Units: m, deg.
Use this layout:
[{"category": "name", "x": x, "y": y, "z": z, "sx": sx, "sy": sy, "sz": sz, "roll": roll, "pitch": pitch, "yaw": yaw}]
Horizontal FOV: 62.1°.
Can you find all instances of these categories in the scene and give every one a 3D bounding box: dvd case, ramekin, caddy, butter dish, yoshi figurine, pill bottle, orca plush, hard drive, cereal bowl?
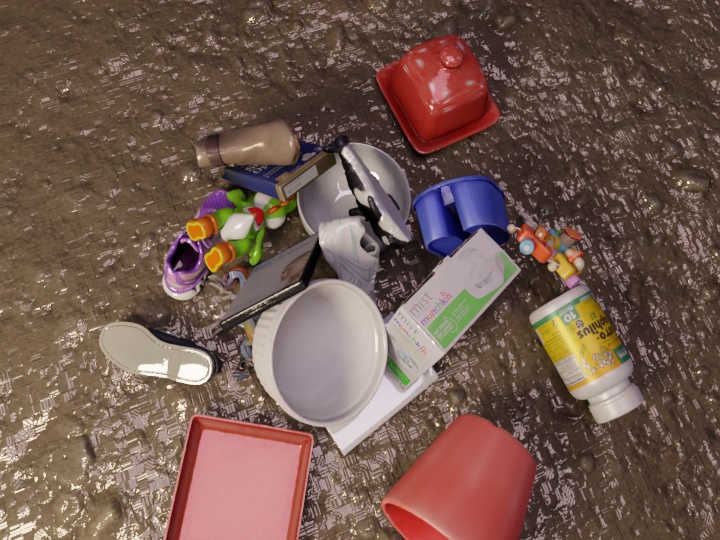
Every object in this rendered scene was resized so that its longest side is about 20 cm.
[{"category": "dvd case", "x": -0.123, "y": 0.009, "z": 0.892, "sx": 0.140, "sy": 0.201, "sz": 0.018, "roll": -28, "pitch": 108, "yaw": 16}, {"category": "ramekin", "x": -0.066, "y": 0.115, "z": 0.875, "sx": 0.195, "sy": 0.104, "sz": 0.208, "roll": 0, "pitch": 90, "yaw": -33}, {"category": "caddy", "x": 0.169, "y": -0.096, "z": 0.995, "sx": 0.138, "sy": 0.199, "sz": 0.108, "roll": -17, "pitch": 74, "yaw": 25}, {"category": "butter dish", "x": 0.153, "y": -0.352, "z": 1.098, "sx": 0.195, "sy": 0.148, "sz": 0.204, "roll": -24, "pitch": 76, "yaw": -12}, {"category": "yoshi figurine", "x": -0.190, "y": -0.079, "z": 0.989, "sx": 0.110, "sy": 0.115, "sz": 0.199, "roll": 30, "pitch": 45, "yaw": 26}, {"category": "pill bottle", "x": 0.372, "y": 0.137, "z": 0.980, "sx": 0.110, "sy": 0.113, "sz": 0.204, "roll": -23, "pitch": 76, "yaw": -12}, {"category": "orca plush", "x": -0.001, "y": -0.111, "z": 0.957, "sx": 0.070, "sy": 0.106, "sz": 0.201, "roll": -34, "pitch": 104, "yaw": 22}, {"category": "hard drive", "x": 0.014, "y": 0.182, "z": 0.976, "sx": 0.198, "sy": 0.025, "sz": 0.133, "roll": -35, "pitch": 79, "yaw": -15}, {"category": "cereal bowl", "x": -0.013, "y": -0.113, "z": 1.038, "sx": 0.193, "sy": 0.084, "sz": 0.207, "roll": 2, "pitch": 73, "yaw": -5}]

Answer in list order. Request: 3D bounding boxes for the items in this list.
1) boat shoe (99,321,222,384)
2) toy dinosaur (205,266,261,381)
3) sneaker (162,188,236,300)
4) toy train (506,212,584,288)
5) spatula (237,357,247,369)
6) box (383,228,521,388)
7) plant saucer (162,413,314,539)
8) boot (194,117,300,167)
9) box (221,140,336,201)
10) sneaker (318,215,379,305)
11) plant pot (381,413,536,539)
[{"category": "boat shoe", "x": -0.312, "y": 0.128, "z": 0.941, "sx": 0.193, "sy": 0.062, "sz": 0.077, "roll": 10, "pitch": 87, "yaw": 7}, {"category": "toy dinosaur", "x": -0.178, "y": 0.082, "z": 0.970, "sx": 0.196, "sy": 0.105, "sz": 0.186, "roll": 24, "pitch": 46, "yaw": -29}, {"category": "sneaker", "x": -0.265, "y": -0.053, "z": 0.992, "sx": 0.079, "sy": 0.089, "sz": 0.204, "roll": 24, "pitch": 70, "yaw": 4}, {"category": "toy train", "x": 0.320, "y": -0.053, "z": 1.001, "sx": 0.150, "sy": 0.200, "sz": 0.056, "roll": 44, "pitch": 116, "yaw": 1}, {"category": "spatula", "x": -0.124, "y": 0.099, "z": 0.992, "sx": 0.198, "sy": 0.021, "sz": 0.057, "roll": -39, "pitch": 81, "yaw": -15}, {"category": "box", "x": 0.127, "y": 0.059, "z": 0.929, "sx": 0.097, "sy": 0.177, "sz": 0.199, "roll": 45, "pitch": 61, "yaw": 9}, {"category": "plant saucer", "x": -0.180, "y": 0.337, "z": 0.902, "sx": 0.193, "sy": 0.037, "sz": 0.206, "roll": 10, "pitch": 71, "yaw": -2}, {"category": "boot", "x": -0.181, "y": -0.188, "z": 0.923, "sx": 0.142, "sy": 0.199, "sz": 0.073, "roll": -13, "pitch": 103, "yaw": -17}, {"category": "box", "x": -0.147, "y": -0.178, "z": 1.003, "sx": 0.197, "sy": 0.033, "sz": 0.121, "roll": 21, "pitch": 52, "yaw": 43}, {"category": "sneaker", "x": 0.000, "y": 0.000, "z": 0.950, "sx": 0.078, "sy": 0.203, "sz": 0.072, "roll": -16, "pitch": 40, "yaw": 10}, {"category": "plant pot", "x": 0.155, "y": 0.326, "z": 0.867, "sx": 0.199, "sy": 0.202, "sz": 0.178, "roll": 37, "pitch": 64, "yaw": 7}]
